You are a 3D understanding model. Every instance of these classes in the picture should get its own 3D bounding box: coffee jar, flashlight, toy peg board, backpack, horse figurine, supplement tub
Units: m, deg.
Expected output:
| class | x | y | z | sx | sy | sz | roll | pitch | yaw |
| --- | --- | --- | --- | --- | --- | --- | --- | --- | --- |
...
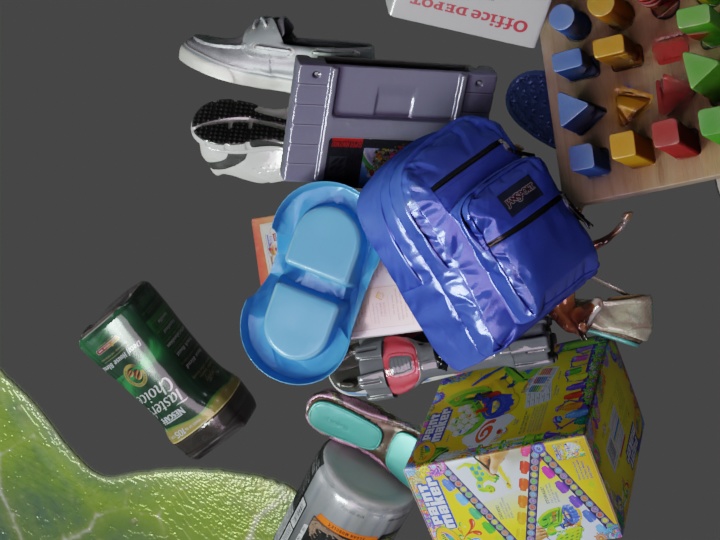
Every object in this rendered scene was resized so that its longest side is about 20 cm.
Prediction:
| class | x | y | z | sx | sy | sz | roll | pitch | yaw |
| --- | --- | --- | --- | --- | --- | --- | --- | --- | --- |
| coffee jar | -0.215 | 0.116 | 1.696 | 0.104 | 0.085 | 0.200 | -38 | 101 | 30 |
| flashlight | 0.097 | 0.085 | 1.516 | 0.199 | 0.068 | 0.068 | -10 | 136 | 15 |
| toy peg board | 0.249 | -0.176 | 1.330 | 0.198 | 0.098 | 0.201 | -11 | 80 | 26 |
| backpack | 0.112 | -0.041 | 1.384 | 0.200 | 0.162 | 0.168 | 55 | 145 | 0 |
| horse figurine | 0.172 | -0.038 | 1.495 | 0.199 | 0.050 | 0.133 | 31 | 104 | 3 |
| supplement tub | -0.026 | 0.293 | 1.707 | 0.122 | 0.123 | 0.201 | 27 | 122 | 2 |

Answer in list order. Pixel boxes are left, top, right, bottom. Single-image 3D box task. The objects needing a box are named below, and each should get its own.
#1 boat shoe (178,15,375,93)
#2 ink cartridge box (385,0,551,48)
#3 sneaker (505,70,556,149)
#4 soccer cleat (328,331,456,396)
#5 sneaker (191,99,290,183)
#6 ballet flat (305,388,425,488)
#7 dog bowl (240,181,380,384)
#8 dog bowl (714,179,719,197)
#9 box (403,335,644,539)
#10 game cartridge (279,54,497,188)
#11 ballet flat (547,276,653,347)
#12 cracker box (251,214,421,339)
| class | x | y | z | sx | sy | sz | roll | pitch | yaw |
| --- | --- | --- | --- | --- | --- | --- | --- | --- | --- |
| boat shoe | -0.080 | -0.218 | 1.496 | 0.200 | 0.070 | 0.072 | 12 | 109 | 7 |
| ink cartridge box | 0.115 | -0.316 | 1.343 | 0.145 | 0.088 | 0.201 | 12 | 124 | -10 |
| sneaker | 0.233 | -0.129 | 1.436 | 0.199 | 0.078 | 0.070 | 28 | 92 | 27 |
| soccer cleat | 0.063 | 0.087 | 1.608 | 0.199 | 0.086 | 0.070 | -14 | 78 | 12 |
| sneaker | -0.071 | -0.126 | 1.545 | 0.199 | 0.074 | 0.080 | 9 | 148 | 7 |
| ballet flat | 0.035 | 0.182 | 1.658 | 0.199 | 0.071 | 0.069 | 28 | 118 | 9 |
| dog bowl | -0.043 | 0.011 | 1.466 | 0.111 | 0.050 | 0.201 | 21 | 97 | 9 |
| dog bowl | 0.426 | -0.112 | 1.379 | 0.199 | 0.074 | 0.201 | 8 | 119 | 14 |
| box | 0.172 | 0.179 | 1.538 | 0.192 | 0.200 | 0.122 | -13 | 113 | 24 |
| game cartridge | 0.027 | -0.140 | 1.464 | 0.199 | 0.038 | 0.130 | 1 | 116 | -15 |
| ballet flat | 0.202 | 0.028 | 1.542 | 0.199 | 0.067 | 0.063 | 13 | 90 | 8 |
| cracker box | 0.000 | 0.000 | 1.511 | 0.199 | 0.058 | 0.135 | -7 | 91 | 12 |
